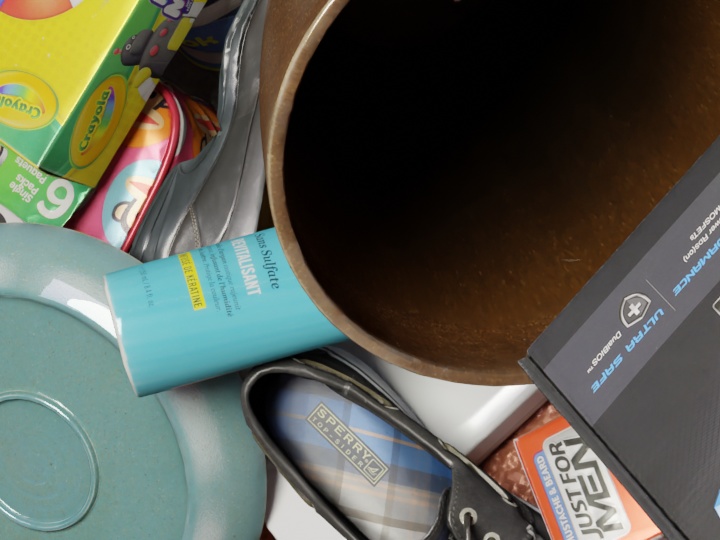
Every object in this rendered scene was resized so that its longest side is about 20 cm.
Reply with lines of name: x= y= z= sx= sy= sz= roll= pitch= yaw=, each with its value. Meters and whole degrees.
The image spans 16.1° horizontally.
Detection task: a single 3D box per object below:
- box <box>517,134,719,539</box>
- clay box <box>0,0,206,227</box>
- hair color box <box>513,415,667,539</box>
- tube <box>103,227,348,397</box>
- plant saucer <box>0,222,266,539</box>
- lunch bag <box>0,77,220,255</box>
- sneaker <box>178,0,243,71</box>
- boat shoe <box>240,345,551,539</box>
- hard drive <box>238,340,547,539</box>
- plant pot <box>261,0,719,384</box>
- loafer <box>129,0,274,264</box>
box: x=0.173 y=0.019 z=0.809 sx=0.200 sy=0.050 sz=0.199 roll=-48 pitch=42 yaw=9
clay box: x=-0.126 y=-0.127 z=1.084 sx=0.115 sy=0.048 sz=0.200 roll=34 pitch=95 yaw=29
hair color box: x=0.171 y=0.054 z=0.942 sx=0.200 sy=0.111 sz=0.064 roll=-30 pitch=65 yaw=19
tube: x=0.000 y=0.000 z=1.013 sx=0.200 sy=0.050 sz=0.077 roll=-16 pitch=51 yaw=-5
plant saucer: x=-0.135 y=0.078 z=1.092 sx=0.200 sy=0.027 sz=0.200 roll=9 pitch=112 yaw=23
lunch bag: x=-0.165 y=-0.026 z=1.157 sx=0.200 sy=0.082 sz=0.176 roll=28 pitch=93 yaw=30
sneaker: x=-0.028 y=-0.179 z=1.119 sx=0.074 sy=0.082 sz=0.200 roll=41 pitch=97 yaw=31
boat shoe: x=0.030 y=0.100 z=1.011 sx=0.200 sy=0.066 sz=0.070 roll=45 pitch=102 yaw=13
hard drive: x=0.020 y=0.022 z=1.078 sx=0.200 sy=0.026 sz=0.132 roll=-44 pitch=62 yaw=13
plant pot: x=0.038 y=-0.088 z=0.955 sx=0.187 sy=0.187 sz=0.200 roll=-46 pitch=29 yaw=12
loafer: x=-0.023 y=-0.062 z=1.084 sx=0.072 sy=0.073 sz=0.200 roll=15 pitch=80 yaw=44
